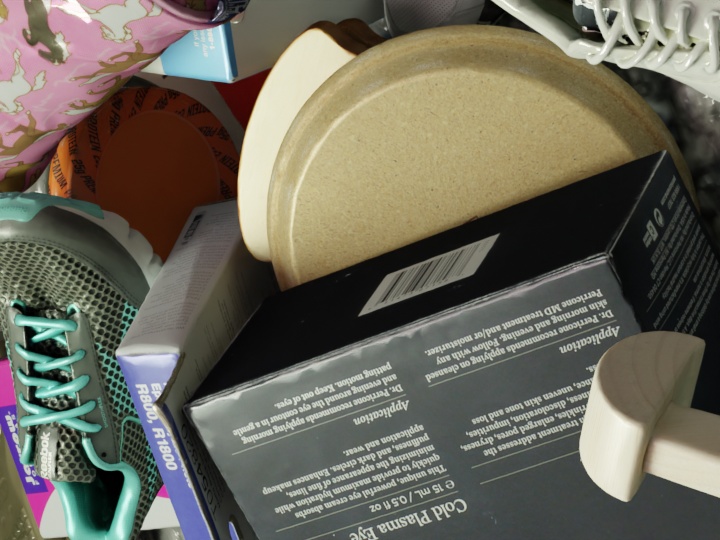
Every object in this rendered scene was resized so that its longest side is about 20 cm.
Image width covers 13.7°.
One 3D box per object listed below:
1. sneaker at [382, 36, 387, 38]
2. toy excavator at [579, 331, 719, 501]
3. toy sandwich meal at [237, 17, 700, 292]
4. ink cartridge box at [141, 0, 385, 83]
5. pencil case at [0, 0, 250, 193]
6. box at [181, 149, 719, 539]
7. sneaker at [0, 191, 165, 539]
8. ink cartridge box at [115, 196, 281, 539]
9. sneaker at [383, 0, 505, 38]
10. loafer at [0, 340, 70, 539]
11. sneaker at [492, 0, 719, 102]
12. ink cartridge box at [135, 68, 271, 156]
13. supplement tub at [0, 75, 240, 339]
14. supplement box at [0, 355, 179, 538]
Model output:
[{"bbox_3d":[0.000,0.000,1.365,0.070,0.082,0.201,3,111,52],"label":"sneaker"},{"bbox_3d":[0.203,0.062,1.027,0.194,0.200,0.100,39,135,34],"label":"toy excavator"},{"bbox_3d":[0.047,-0.024,1.270,0.204,0.070,0.206,4,115,9],"label":"toy sandwich meal"},{"bbox_3d":[-0.100,-0.169,1.342,0.200,0.125,0.129,9,116,39],"label":"ink cartridge box"},{"bbox_3d":[-0.122,-0.100,1.246,0.087,0.083,0.200,44,138,-14],"label":"pencil case"},{"bbox_3d":[0.065,0.079,1.204,0.200,0.104,0.182,-20,107,27],"label":"box"},{"bbox_3d":[-0.122,0.048,1.321,0.077,0.091,0.200,0,140,20],"label":"sneaker"},{"bbox_3d":[-0.049,0.096,1.300,0.040,0.200,0.200,-12,113,16],"label":"ink cartridge box"},{"bbox_3d":[0.013,-0.163,1.232,0.075,0.115,0.200,42,137,33],"label":"sneaker"},{"bbox_3d":[-0.180,0.103,1.677,0.076,0.067,0.201,-43,58,50],"label":"loafer"},{"bbox_3d":[0.117,-0.098,1.165,0.200,0.071,0.073,26,128,39],"label":"sneaker"},{"bbox_3d":[-0.109,-0.119,1.479,0.200,0.045,0.176,55,144,17],"label":"ink cartridge box"},{"bbox_3d":[-0.148,-0.030,1.434,0.200,0.122,0.123,-5,104,54],"label":"supplement tub"},{"bbox_3d":[-0.091,0.068,1.508,0.200,0.103,0.101,-12,99,56],"label":"supplement box"}]
